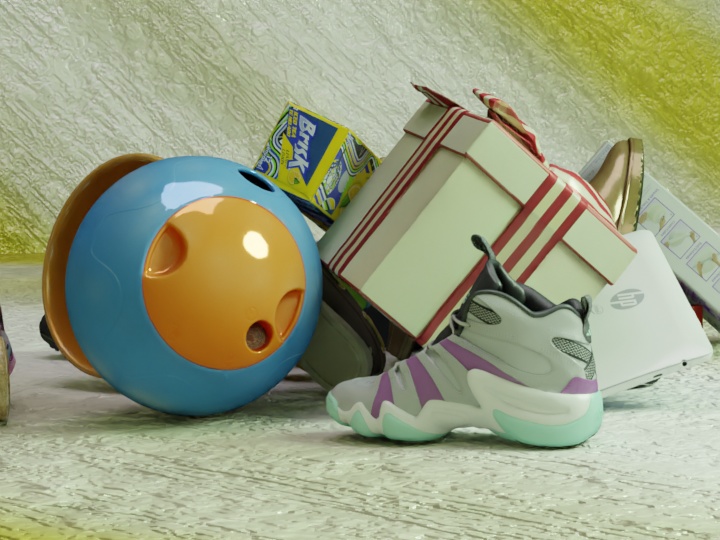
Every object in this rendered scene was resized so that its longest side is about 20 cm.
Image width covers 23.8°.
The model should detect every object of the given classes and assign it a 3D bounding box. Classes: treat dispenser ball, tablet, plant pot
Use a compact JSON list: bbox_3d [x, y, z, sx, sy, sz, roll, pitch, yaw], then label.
[{"bbox_3d":[-0.129,0.012,1.326,0.199,0.203,0.201,-2,4,0],"label":"treat dispenser ball"},{"bbox_3d":[0.193,0.035,1.354,0.129,0.014,0.200,-20,30,5],"label":"tablet"},{"bbox_3d":[-0.157,0.011,1.562,0.199,0.202,0.183,1,-9,38],"label":"plant pot"}]

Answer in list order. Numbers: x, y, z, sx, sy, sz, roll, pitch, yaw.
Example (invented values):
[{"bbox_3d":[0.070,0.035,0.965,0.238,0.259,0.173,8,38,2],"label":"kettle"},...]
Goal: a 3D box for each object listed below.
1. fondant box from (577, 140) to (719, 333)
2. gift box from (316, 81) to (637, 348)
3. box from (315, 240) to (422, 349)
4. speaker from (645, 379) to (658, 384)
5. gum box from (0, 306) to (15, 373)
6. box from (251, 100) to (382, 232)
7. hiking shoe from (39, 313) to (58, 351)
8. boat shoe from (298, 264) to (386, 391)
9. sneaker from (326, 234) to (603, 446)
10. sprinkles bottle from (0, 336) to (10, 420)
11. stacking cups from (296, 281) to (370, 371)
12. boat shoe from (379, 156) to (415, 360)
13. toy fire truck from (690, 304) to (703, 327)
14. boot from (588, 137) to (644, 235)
[{"bbox_3d":[0.292,-0.027,1.615,0.200,0.058,0.144,41,1,12],"label":"fondant box"},{"bbox_3d":[0.082,-0.032,1.346,0.184,0.187,0.200,40,0,-24],"label":"gift box"},{"bbox_3d":[0.073,0.016,1.775,0.199,0.108,0.148,-7,7,-38],"label":"box"},{"bbox_3d":[0.156,0.053,1.444,0.199,0.082,0.081,0,5,35],"label":"speaker"},{"bbox_3d":[-0.385,0.057,1.394,0.198,0.066,0.114,-4,-35,-10],"label":"gum box"},{"bbox_3d":[-0.020,-0.073,1.443,0.064,0.070,0.200,27,-4,21],"label":"box"},{"bbox_3d":[-0.236,0.036,1.723,0.199,0.102,0.076,0,4,23],"label":"hiking shoe"},{"bbox_3d":[-0.052,0.016,1.440,0.072,0.200,0.059,-45,-12,23],"label":"boat shoe"},{"bbox_3d":[0.070,0.045,1.182,0.199,0.141,0.078,0,5,18],"label":"sneaker"},{"bbox_3d":[-0.374,0.090,1.319,0.198,0.069,0.068,-3,5,-16],"label":"sprinkles bottle"},{"bbox_3d":[0.000,0.000,1.545,0.200,0.061,0.060,-50,21,-15],"label":"stacking cups"},{"bbox_3d":[0.034,-0.012,1.620,0.064,0.201,0.071,7,-22,-4],"label":"boat shoe"},{"bbox_3d":[0.238,0.054,1.577,0.199,0.049,0.141,-7,6,-35],"label":"toy fire truck"},{"bbox_3d":[0.146,-0.060,1.504,0.198,0.066,0.176,8,49,9],"label":"boot"}]
